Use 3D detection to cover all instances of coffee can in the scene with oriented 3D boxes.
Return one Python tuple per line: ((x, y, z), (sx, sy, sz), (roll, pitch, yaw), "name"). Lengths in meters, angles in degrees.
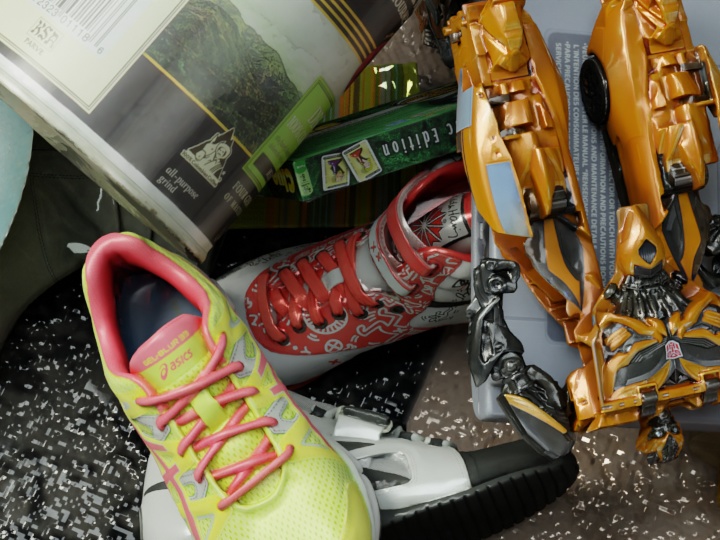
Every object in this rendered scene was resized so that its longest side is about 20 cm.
((-0.058, -0.125, 1.047), (0.146, 0.146, 0.200), (40, 85, 16), "coffee can")

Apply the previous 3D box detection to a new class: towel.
((-0.070, -0.060, 1.199), (0.199, 0.018, 0.086), (-1, 67, 2), "towel")

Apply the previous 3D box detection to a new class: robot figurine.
((0.105, -0.019, 1.021), (0.145, 0.058, 0.201), (-12, 83, -16), "robot figurine")

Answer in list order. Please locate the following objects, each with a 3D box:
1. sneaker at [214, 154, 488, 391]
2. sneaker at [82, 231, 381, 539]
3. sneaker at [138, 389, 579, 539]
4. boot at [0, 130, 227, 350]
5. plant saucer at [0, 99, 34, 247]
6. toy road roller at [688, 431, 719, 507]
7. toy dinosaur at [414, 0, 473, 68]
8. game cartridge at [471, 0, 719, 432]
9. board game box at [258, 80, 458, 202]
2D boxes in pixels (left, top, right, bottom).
((0.000, -0.001, 1.123), (0.201, 0.108, 0.067), (-13, 68, -3), "sneaker")
((-0.066, 0.061, 1.051), (0.078, 0.090, 0.200), (-38, 59, -3), "sneaker")
((-0.004, 0.087, 1.106), (0.199, 0.074, 0.089), (-12, 66, 0), "sneaker")
((-0.128, -0.015, 1.152), (0.130, 0.068, 0.201), (12, 78, 0), "boot")
((-0.240, -0.042, 1.136), (0.200, 0.039, 0.202), (-15, 59, 27), "plant saucer")
((0.249, 0.040, 1.078), (0.199, 0.146, 0.123), (6, 68, 4), "toy road roller")
((0.077, -0.179, 1.148), (0.102, 0.200, 0.136), (-8, 38, -13), "toy dinosaur")
((0.114, -0.031, 1.075), (0.133, 0.042, 0.201), (5, 79, -19), "game cartridge")
((0.045, -0.072, 1.136), (0.199, 0.105, 0.024), (-19, 102, -17), "board game box")
